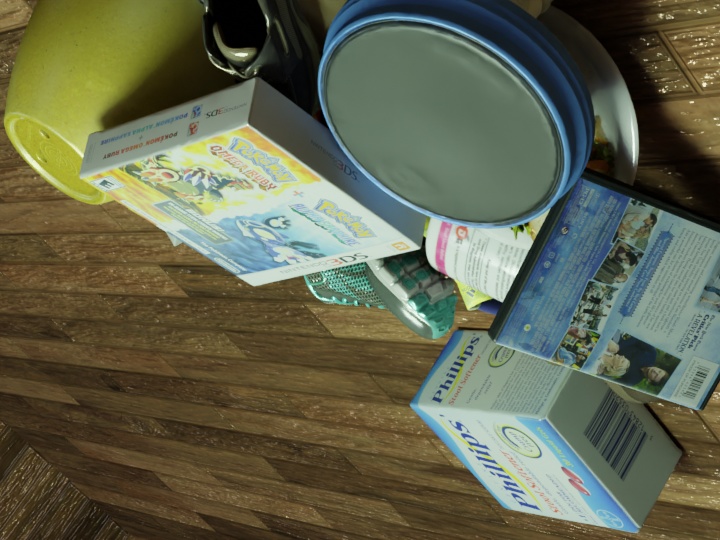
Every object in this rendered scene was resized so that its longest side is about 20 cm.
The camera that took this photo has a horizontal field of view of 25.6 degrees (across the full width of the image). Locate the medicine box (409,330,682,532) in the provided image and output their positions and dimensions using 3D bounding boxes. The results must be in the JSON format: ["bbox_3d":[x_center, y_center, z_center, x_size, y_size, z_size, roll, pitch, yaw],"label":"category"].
[{"bbox_3d":[0.183,0.157,1.579,0.199,0.103,0.182,-1,138,52],"label":"medicine box"}]

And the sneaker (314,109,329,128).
[{"bbox_3d":[-0.042,-0.093,1.272,0.198,0.073,0.078,-4,117,27],"label":"sneaker"}]

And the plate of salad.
[{"bbox_3d":[0.111,-0.104,1.172,0.199,0.048,0.202,19,124,30],"label":"plate of salad"}]

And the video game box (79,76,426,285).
[{"bbox_3d":[-0.078,-0.059,1.193,0.181,0.047,0.199,-15,145,38],"label":"video game box"}]

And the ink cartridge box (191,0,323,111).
[{"bbox_3d":[-0.092,-0.184,1.326,0.145,0.088,0.200,6,142,49],"label":"ink cartridge box"}]

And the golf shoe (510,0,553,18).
[{"bbox_3d":[0.036,-0.217,1.082,0.199,0.098,0.079,27,157,21],"label":"golf shoe"}]

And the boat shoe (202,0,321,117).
[{"bbox_3d":[-0.080,-0.168,1.111,0.074,0.073,0.201,14,135,28],"label":"boat shoe"}]

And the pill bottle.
[{"bbox_3d":[0.162,-0.014,1.272,0.199,0.114,0.114,26,155,20],"label":"pill bottle"}]

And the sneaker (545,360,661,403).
[{"bbox_3d":[0.219,0.057,1.368,0.075,0.071,0.199,-14,150,42],"label":"sneaker"}]

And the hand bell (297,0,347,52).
[{"bbox_3d":[0.028,-0.145,1.160,0.200,0.104,0.104,47,158,8],"label":"hand bell"}]

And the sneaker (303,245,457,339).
[{"bbox_3d":[0.000,0.000,1.348,0.200,0.077,0.092,45,124,27],"label":"sneaker"}]

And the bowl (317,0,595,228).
[{"bbox_3d":[0.060,-0.108,1.076,0.199,0.040,0.202,20,143,16],"label":"bowl"}]

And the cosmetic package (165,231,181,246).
[{"bbox_3d":[-0.186,-0.134,1.453,0.201,0.084,0.108,58,167,4],"label":"cosmetic package"}]

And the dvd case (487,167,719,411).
[{"bbox_3d":[0.208,0.016,1.171,0.198,0.144,0.018,19,-163,-24],"label":"dvd case"}]

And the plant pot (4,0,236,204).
[{"bbox_3d":[-0.204,-0.139,1.277,0.199,0.142,0.201,31,156,15],"label":"plant pot"}]

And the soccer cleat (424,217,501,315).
[{"bbox_3d":[0.100,-0.014,1.392,0.200,0.084,0.065,38,157,-6],"label":"soccer cleat"}]
